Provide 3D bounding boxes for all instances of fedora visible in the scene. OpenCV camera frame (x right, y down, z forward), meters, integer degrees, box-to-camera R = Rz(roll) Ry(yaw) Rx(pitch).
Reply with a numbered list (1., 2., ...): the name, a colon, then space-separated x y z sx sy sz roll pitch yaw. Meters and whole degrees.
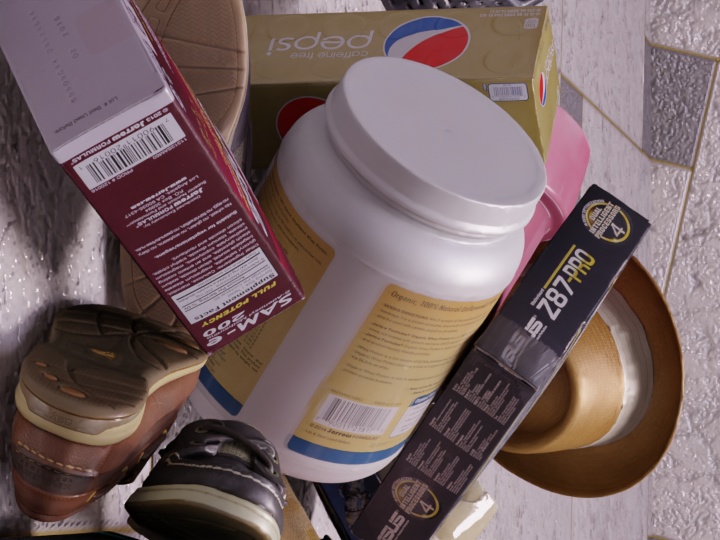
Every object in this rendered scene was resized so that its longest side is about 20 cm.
1. fedora: 0.110 0.062 1.624 0.082 0.200 0.201 -14 106 -48

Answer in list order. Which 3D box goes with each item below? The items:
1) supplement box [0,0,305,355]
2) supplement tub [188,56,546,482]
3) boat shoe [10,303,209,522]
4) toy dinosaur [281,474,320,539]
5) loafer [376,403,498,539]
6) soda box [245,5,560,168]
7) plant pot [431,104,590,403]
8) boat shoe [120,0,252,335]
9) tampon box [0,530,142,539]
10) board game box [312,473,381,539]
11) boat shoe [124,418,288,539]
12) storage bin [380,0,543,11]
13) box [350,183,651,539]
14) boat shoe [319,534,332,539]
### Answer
1. supplement box: -0.099 -0.056 1.173 0.109 0.061 0.200 62 1 32
2. supplement tub: 0.000 0.000 1.369 0.200 0.144 0.145 -58 -177 30
3. boat shoe: -0.124 0.064 1.199 0.200 0.072 0.068 -50 160 -75
4. toy dinosaur: -0.026 0.172 1.447 0.101 0.058 0.201 14 59 -42
5. loafer: 0.032 0.112 1.671 0.076 0.068 0.200 76 -11 -54
6. soda box: 0.009 -0.103 1.432 0.068 0.199 0.064 -75 160 -46
7. plant pot: 0.021 -0.025 1.556 0.200 0.199 0.180 57 52 -66
8. boat shoe: -0.091 -0.062 1.318 0.065 0.072 0.201 -11 101 -86
9. tampon box: -0.095 0.193 1.092 0.200 0.149 0.127 16 89 -75
10. board game box: 0.014 0.180 1.589 0.200 0.035 0.136 59 -7 42
11. boat shoe: -0.070 0.102 1.206 0.201 0.072 0.066 135 -21 -76
12. storage bin: 0.030 -0.241 1.559 0.200 0.094 0.135 63 11 10
13. box: 0.081 0.064 1.464 0.161 0.049 0.200 -53 175 -42
14. boat shoe: -0.030 0.196 1.563 0.200 0.075 0.072 40 49 -76
